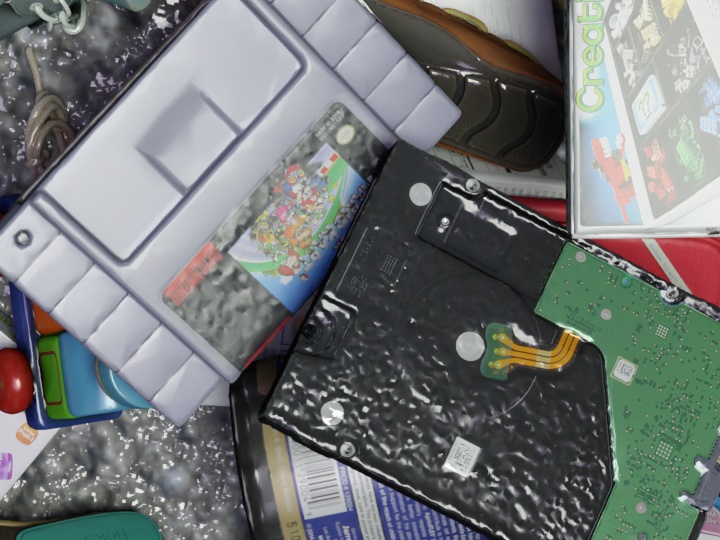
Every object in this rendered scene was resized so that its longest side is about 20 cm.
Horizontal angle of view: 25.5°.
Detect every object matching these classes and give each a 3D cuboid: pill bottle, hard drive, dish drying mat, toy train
[{"bbox_3d":[0.042,0.082,0.786,0.198,0.112,0.113,-11,102,2],"label":"pill bottle"},{"bbox_3d":[0.071,0.049,0.712,0.199,0.038,0.140,27,79,-5],"label":"hard drive"},{"bbox_3d":[0.095,0.000,0.811,0.198,0.018,0.077,4,121,-13],"label":"dish drying mat"},{"bbox_3d":[-0.138,-0.023,0.797,0.084,0.115,0.202,-6,89,-34],"label":"toy train"}]

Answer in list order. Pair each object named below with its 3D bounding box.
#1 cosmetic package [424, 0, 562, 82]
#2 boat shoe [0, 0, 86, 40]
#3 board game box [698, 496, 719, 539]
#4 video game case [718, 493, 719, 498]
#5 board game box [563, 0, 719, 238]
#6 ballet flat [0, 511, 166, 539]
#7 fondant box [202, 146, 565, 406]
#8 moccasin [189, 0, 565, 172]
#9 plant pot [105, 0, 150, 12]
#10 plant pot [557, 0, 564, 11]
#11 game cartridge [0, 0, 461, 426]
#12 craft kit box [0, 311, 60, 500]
[{"bbox_3d":[0.017,-0.180,0.836,0.150,0.052,0.202,-10,102,-6],"label":"cosmetic package"},{"bbox_3d":[-0.158,-0.153,0.810,0.062,0.073,0.200,43,88,-8],"label":"boat shoe"},{"bbox_3d":[0.210,0.207,0.911,0.199,0.040,0.154,13,114,-11],"label":"board game box"},{"bbox_3d":[0.219,0.065,0.913,0.180,0.036,0.202,2,100,-6],"label":"video game case"},{"bbox_3d":[0.150,-0.116,0.674,0.125,0.035,0.202,-1,98,3],"label":"board game box"},{"bbox_3d":[-0.194,0.165,0.835,0.199,0.069,0.063,7,129,-36],"label":"ballet flat"},{"bbox_3d":[0.000,0.000,0.839,0.198,0.058,0.145,5,117,-11],"label":"fondant box"},{"bbox_3d":[0.011,-0.114,0.791,0.200,0.078,0.074,15,115,-12],"label":"moccasin"},{"bbox_3d":[-0.180,-0.262,0.710,0.199,0.196,0.197,14,73,18],"label":"plant pot"},{"bbox_3d":[0.179,-0.172,0.803,0.199,0.200,0.142,32,120,-11],"label":"plant pot"},{"bbox_3d":[-0.059,-0.041,0.725,0.130,0.038,0.200,43,86,-17],"label":"game cartridge"},{"bbox_3d":[-0.283,0.078,0.853,0.200,0.049,0.198,39,91,-12],"label":"craft kit box"}]
